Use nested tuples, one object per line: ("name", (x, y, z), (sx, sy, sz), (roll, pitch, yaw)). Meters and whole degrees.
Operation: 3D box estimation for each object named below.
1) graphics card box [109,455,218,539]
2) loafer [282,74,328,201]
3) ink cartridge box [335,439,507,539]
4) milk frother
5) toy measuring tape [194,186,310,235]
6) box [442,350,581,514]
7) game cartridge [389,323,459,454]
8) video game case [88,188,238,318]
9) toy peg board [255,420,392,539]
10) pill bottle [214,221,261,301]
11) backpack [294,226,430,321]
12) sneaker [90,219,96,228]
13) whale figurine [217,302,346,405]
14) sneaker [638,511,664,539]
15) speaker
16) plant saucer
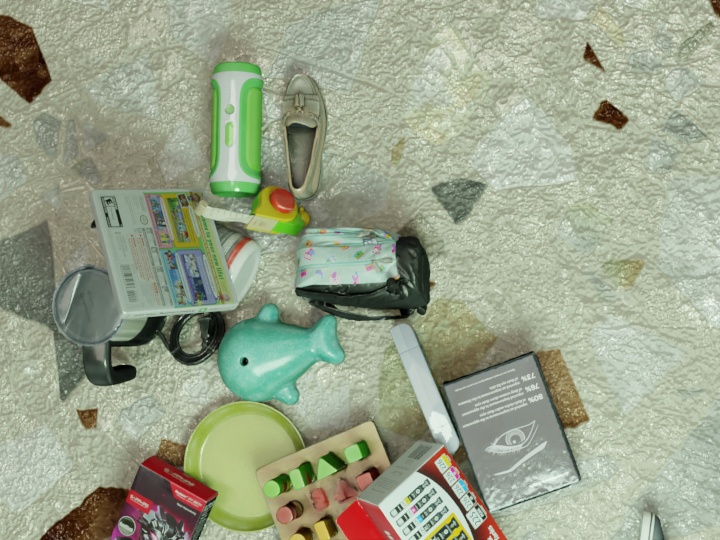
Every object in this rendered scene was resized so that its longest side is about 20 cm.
("graphics card box", (-0.315, 0.406, 1.755), (0.125, 0.051, 0.201), (27, 102, 12))
("loafer", (-0.089, -0.211, 1.770), (0.071, 0.063, 0.202), (-2, 86, 8))
("ink cartridge box", (0.092, 0.376, 1.606), (0.175, 0.084, 0.201), (-39, 103, -21))
("milk frother", (-0.331, 0.072, 1.728), (0.199, 0.188, 0.182), (-20, 84, 8))
("toy measuring tape", (-0.164, -0.100, 1.737), (0.199, 0.073, 0.074), (9, 87, -33))
("box", (0.222, 0.236, 1.668), (0.147, 0.104, 0.202), (-19, 84, 7))
("game cartridge", (0.098, 0.174, 1.678), (0.040, 0.133, 0.201), (-23, 83, 6))
("video game case", (-0.284, -0.029, 1.640), (0.022, 0.181, 0.201), (-46, 56, 47))
("toy peg board", (-0.039, 0.352, 1.666), (0.199, 0.098, 0.201), (-24, 82, 8))
("pill bottle", (-0.264, -0.031, 1.760), (0.199, 0.116, 0.117), (26, 91, 10))
("backpack", (0.000, 0.000, 1.707), (0.198, 0.167, 0.128), (1, 71, 13))
("sneaker", (-0.323, -0.017, 1.686), (0.078, 0.070, 0.201), (-37, 81, 20))
("whale figurine", (-0.126, 0.127, 1.726), (0.198, 0.104, 0.160), (-14, 84, 17))
("sneaker", (0.435, 0.447, 1.634), (0.079, 0.078, 0.202), (1, 97, 14))
("speaker", (-0.194, -0.219, 1.776), (0.088, 0.088, 0.202), (0, 86, 9))
("plant saucer", (-0.176, 0.304, 1.767), (0.198, 0.031, 0.202), (-1, 86, 9))
